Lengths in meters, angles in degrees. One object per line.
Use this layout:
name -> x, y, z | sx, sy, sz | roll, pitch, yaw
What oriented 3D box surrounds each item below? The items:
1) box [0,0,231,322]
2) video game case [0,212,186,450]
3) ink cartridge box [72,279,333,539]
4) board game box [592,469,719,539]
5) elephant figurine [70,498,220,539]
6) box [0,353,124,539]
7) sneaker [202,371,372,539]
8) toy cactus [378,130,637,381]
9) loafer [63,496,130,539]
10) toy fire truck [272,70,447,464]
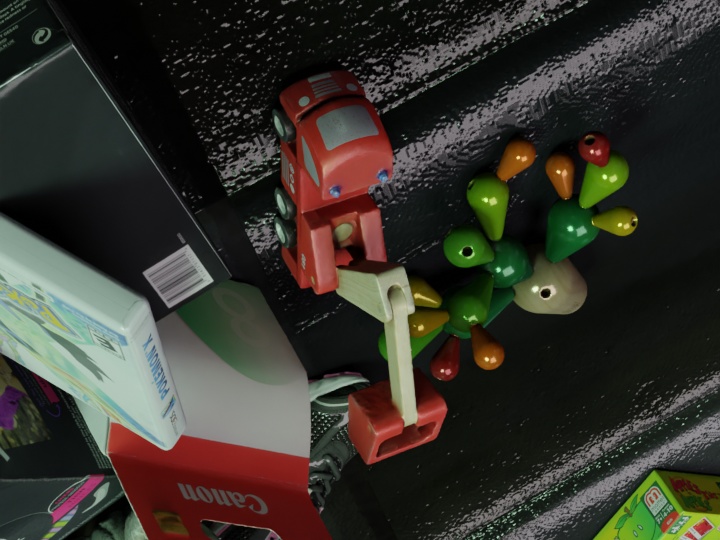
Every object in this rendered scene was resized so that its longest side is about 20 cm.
box -> -0.153, -0.075, 1.021 | 0.079, 0.141, 0.200 | -30, 144, 0
video game case -> -0.179, 0.006, 1.028 | 0.022, 0.200, 0.182 | -57, 168, -18
ink cartridge box -> -0.086, 0.077, 1.197 | 0.161, 0.200, 0.050 | 16, 121, -46
board game box -> 0.225, 0.251, 1.761 | 0.101, 0.048, 0.200 | 10, 126, -43
elephant figurine -> -0.118, 0.187, 1.255 | 0.142, 0.155, 0.201 | -50, 129, -51
box -> -0.228, 0.102, 1.146 | 0.122, 0.106, 0.200 | -37, 163, 16
sneaker -> -0.054, 0.156, 1.402 | 0.200, 0.086, 0.080 | -40, 145, -2
toy cactus -> 0.108, 0.001, 1.359 | 0.200, 0.102, 0.165 | -51, 151, 10
loafer -> -0.138, 0.126, 1.337 | 0.071, 0.073, 0.200 | 22, 113, -37
toy fire truck -> 0.000, 0.000, 1.221 | 0.049, 0.141, 0.200 | -19, 142, -17
